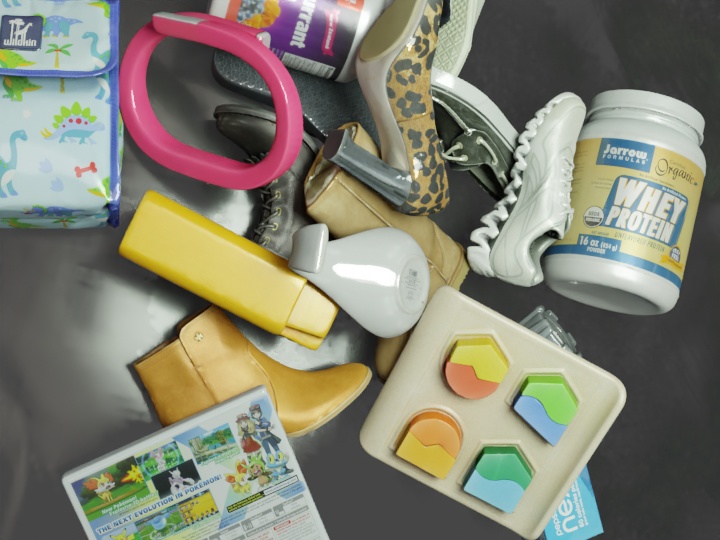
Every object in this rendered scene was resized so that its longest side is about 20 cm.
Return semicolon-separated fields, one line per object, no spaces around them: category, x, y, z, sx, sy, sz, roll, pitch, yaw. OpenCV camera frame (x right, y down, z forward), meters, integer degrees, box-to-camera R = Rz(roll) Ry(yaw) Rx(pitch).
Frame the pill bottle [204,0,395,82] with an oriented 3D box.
pill bottle;-0.042;-0.243;1.020;0.197;0.111;0.114;14;81;-13

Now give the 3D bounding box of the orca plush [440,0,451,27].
orca plush;0.032;-0.337;1.073;0.071;0.104;0.204;-8;88;-58

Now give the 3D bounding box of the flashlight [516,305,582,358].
flashlight;0.120;0.120;1.055;0.200;0.068;0.068;-43;60;17

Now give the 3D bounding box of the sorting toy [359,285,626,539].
sorting toy;0.118;0.138;1.008;0.198;0.037;0.187;29;110;2

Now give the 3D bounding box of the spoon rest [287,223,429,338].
spoon rest;0.000;0.000;0.956;0.199;0.060;0.101;22;75;-54

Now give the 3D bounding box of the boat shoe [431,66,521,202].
boat shoe;0.109;-0.131;1.083;0.199;0.070;0.064;35;80;-40

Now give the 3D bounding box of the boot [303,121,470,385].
boot;0.011;-0.009;1.036;0.200;0.065;0.177;43;59;-37

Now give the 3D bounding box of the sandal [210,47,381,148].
sandal;-0.054;-0.173;1.077;0.198;0.043;0.077;30;70;-5

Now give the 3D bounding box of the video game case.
video game case;-0.143;0.226;0.985;0.197;0.022;0.185;-23;101;-5

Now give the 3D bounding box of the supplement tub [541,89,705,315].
supplement tub;0.275;-0.068;1.126;0.142;0.144;0.204;18;80;-17

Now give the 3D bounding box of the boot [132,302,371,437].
boot;-0.099;0.091;1.018;0.199;0.071;0.146;-29;101;-13

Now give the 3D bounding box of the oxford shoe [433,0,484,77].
oxford shoe;0.091;-0.257;1.119;0.074;0.058;0.203;17;90;23

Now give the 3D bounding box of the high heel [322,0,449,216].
high heel;0.059;-0.156;0.986;0.142;0.071;0.203;29;86;-35

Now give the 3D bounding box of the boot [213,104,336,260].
boot;-0.086;-0.043;1.036;0.198;0.069;0.176;33;75;-17

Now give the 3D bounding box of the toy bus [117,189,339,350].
toy bus;-0.112;0.002;0.967;0.198;0.078;0.066;28;87;-8

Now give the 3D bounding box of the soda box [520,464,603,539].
soda box;0.183;0.179;1.118;0.067;0.064;0.204;-15;92;-20

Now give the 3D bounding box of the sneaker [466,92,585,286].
sneaker;0.184;-0.077;1.083;0.075;0.080;0.203;24;91;-54

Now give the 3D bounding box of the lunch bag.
lunch bag;-0.291;-0.144;0.942;0.167;0.127;0.204;1;79;-13

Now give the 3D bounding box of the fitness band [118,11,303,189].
fitness band;-0.136;-0.152;0.974;0.037;0.197;0.146;-34;137;-52
